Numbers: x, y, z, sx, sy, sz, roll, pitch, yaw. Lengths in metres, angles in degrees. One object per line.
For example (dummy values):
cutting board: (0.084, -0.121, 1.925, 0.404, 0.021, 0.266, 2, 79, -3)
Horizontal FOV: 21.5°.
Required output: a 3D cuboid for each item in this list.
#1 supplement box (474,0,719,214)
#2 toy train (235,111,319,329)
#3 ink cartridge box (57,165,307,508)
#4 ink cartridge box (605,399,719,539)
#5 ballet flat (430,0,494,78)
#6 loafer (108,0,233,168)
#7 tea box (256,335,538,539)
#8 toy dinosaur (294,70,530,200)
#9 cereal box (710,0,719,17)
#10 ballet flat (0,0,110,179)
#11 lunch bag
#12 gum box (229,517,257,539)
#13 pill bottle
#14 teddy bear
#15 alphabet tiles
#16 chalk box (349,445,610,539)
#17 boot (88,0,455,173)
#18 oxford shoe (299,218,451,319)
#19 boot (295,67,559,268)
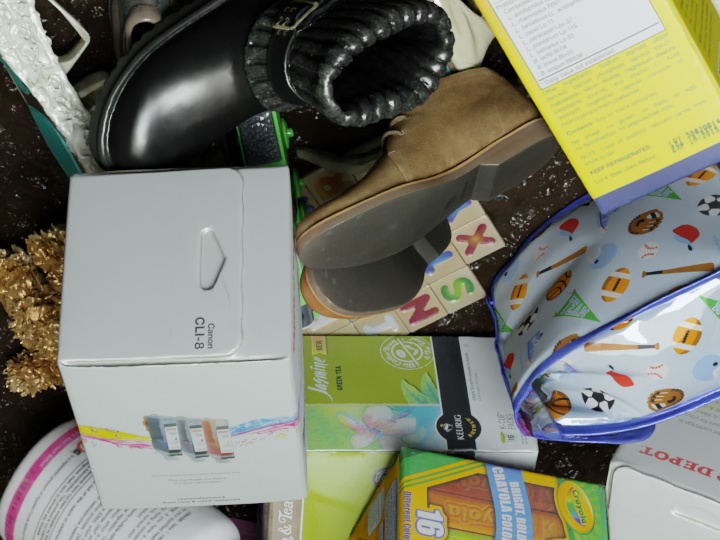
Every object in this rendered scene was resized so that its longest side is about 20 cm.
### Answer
supplement box: (0.158, -0.159, 1.209, 0.108, 0.110, 0.200, -24, 113, 23)
toy train: (-0.057, -0.043, 1.332, 0.041, 0.057, 0.201, -9, 123, 3)
ink cartridge box: (-0.109, 0.046, 1.227, 0.144, 0.146, 0.200, -2, 147, -1)
ink cartridge box: (0.278, 0.134, 1.385, 0.145, 0.200, 0.084, 19, 131, 21)
ballet flat: (0.029, -0.208, 1.229, 0.069, 0.070, 0.200, -28, 126, 14)
loafer: (-0.132, -0.106, 1.280, 0.071, 0.063, 0.201, -11, 126, 3)
tea box: (0.021, 0.165, 1.447, 0.196, 0.134, 0.201, 1, 128, -7)
toy dinosaur: (0.055, -0.084, 1.303, 0.199, 0.088, 0.048, -21, 141, 10)
cereal box: (0.294, -0.151, 1.303, 0.199, 0.040, 0.145, -6, 125, 1)
ballet flat: (-0.199, -0.127, 1.260, 0.071, 0.072, 0.200, -22, 125, 11)
lunch bag: (0.190, 0.027, 1.345, 0.199, 0.170, 0.124, -25, 120, 11)
gum box: (-0.162, 0.249, 1.506, 0.199, 0.114, 0.066, 12, 126, -13)
pill bottle: (-0.161, 0.207, 1.399, 0.200, 0.113, 0.114, 33, 127, 22)
teddy bear: (-0.202, 0.049, 1.386, 0.144, 0.067, 0.201, -10, 126, 5)
alphabet tiles: (-0.003, -0.010, 1.399, 0.199, 0.006, 0.167, -26, 125, 14)
chalk box: (0.103, 0.221, 1.321, 0.199, 0.125, 0.124, 11, 139, -13)
boot: (-0.058, -0.114, 1.179, 0.211, 0.158, 0.080, -45, 136, -8)
oxford shoe: (0.000, 0.000, 1.290, 0.071, 0.200, 0.072, -33, 90, 25)
boot: (0.031, -0.066, 1.222, 0.199, 0.076, 0.074, -28, 161, -25)
